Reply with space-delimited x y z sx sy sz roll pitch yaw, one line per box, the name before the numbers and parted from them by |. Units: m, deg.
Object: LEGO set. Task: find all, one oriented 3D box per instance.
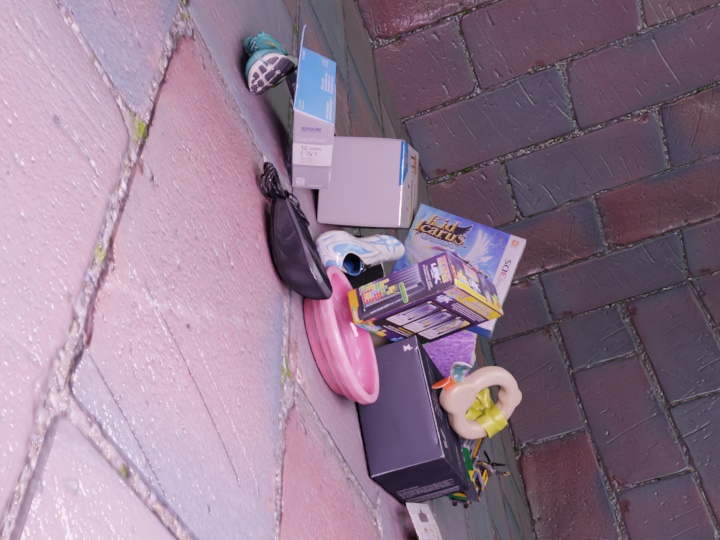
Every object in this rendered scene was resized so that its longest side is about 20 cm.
LEGO set | 0.165 0.308 1.484 0.116 0.153 0.201 -57 132 -43

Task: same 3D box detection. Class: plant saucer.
plant saucer | -0.029 0.095 1.194 0.200 0.051 0.202 -18 90 -78

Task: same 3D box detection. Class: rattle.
rattle | 0.153 0.171 1.327 0.199 0.130 0.143 27 26 -37

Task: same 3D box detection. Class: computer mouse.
computer mouse | -0.091 -0.034 1.114 0.201 0.052 0.139 67 4 37

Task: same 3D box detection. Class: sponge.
sponge | 0.128 0.190 1.463 0.030 0.111 0.201 -99 -168 -57

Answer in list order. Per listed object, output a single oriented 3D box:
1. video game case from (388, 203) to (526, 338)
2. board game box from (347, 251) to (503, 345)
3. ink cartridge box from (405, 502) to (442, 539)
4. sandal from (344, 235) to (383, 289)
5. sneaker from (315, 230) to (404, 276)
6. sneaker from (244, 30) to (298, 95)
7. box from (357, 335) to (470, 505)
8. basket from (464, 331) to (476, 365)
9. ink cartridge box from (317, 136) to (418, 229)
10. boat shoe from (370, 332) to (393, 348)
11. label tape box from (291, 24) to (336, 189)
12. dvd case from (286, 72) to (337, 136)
video game case | 0.163 -0.002 1.460 0.046 0.199 0.182 81 31 -65
board game box | 0.100 0.049 1.253 0.200 0.165 0.057 29 42 -58
ink cartridge box | 0.103 0.463 1.297 0.160 0.047 0.201 44 25 -67
sandal | 0.001 0.000 1.461 0.201 0.075 0.048 -88 -175 -64
sneaker | 0.003 -0.023 1.379 0.199 0.072 0.073 1 69 -50
sneaker | -0.148 -0.318 1.273 0.080 0.077 0.200 50 11 -10
box | 0.079 0.239 1.319 0.200 0.117 0.198 56 19 -57
basket | 0.140 0.092 1.558 0.200 0.135 0.124 52 46 -63
ink cartridge box | 0.019 -0.148 1.476 0.200 0.144 0.148 -9 102 -79
boat shoe | 0.027 0.116 1.386 0.202 0.073 0.063 67 12 -53
label tape box | -0.068 -0.244 1.276 0.201 0.066 0.144 100 -7 -51
dvd case | -0.089 -0.308 1.614 0.200 0.025 0.151 -46 117 -78
